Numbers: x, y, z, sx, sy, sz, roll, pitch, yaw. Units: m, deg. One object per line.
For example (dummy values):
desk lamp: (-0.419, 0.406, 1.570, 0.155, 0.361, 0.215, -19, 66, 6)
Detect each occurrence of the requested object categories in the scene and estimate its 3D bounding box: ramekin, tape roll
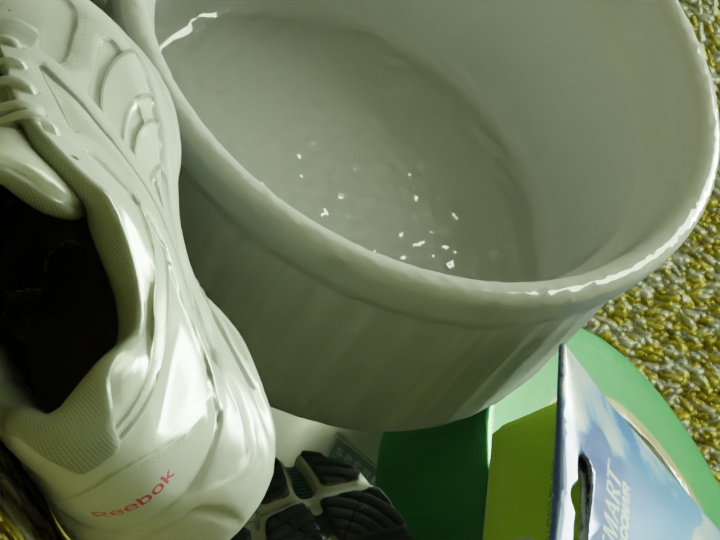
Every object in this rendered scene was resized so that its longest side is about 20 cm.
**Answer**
ramekin: (0.004, -0.046, 0.797, 0.201, 0.200, 0.098, 61, -37, 24)
tape roll: (0.081, 0.119, 0.867, 0.200, 0.048, 0.201, 42, 34, -37)

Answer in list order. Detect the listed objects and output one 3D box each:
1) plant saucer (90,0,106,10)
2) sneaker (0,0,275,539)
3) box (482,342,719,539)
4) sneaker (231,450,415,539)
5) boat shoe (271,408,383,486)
plant saucer: (-0.096, -0.111, 0.887, 0.200, 0.050, 0.201, 38, 35, -33)
sneaker: (-0.085, -0.024, 0.643, 0.200, 0.078, 0.099, 60, 3, 28)
box: (0.096, 0.131, 0.777, 0.200, 0.048, 0.122, 48, 32, -32)
sneaker: (-0.002, 0.150, 0.757, 0.080, 0.077, 0.201, 92, -20, -61)
boat shoe: (-0.005, 0.101, 0.891, 0.200, 0.068, 0.072, 40, 52, -20)
